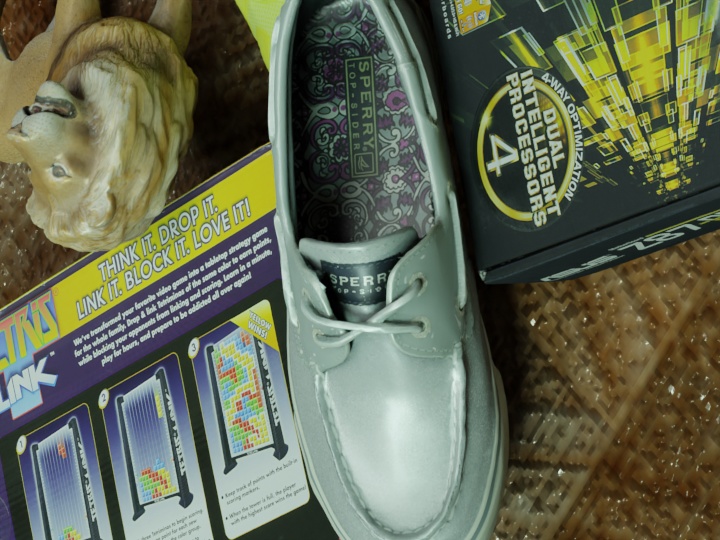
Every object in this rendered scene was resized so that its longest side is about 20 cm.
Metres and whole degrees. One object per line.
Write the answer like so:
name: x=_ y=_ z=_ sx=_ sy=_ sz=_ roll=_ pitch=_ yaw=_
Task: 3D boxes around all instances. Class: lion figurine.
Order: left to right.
lion figurine: x=-0.110 y=-0.069 z=1.110 sx=0.200 sy=0.072 sz=0.123 roll=-175 pitch=97 yaw=-69

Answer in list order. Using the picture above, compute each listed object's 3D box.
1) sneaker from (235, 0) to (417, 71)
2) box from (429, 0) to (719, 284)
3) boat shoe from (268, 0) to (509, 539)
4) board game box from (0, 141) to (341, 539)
sneaker: x=-0.039 y=-0.141 z=1.047 sx=0.075 sy=0.076 sz=0.201 roll=-31 pitch=67 yaw=41
box: x=0.087 y=-0.110 z=0.925 sx=0.161 sy=0.049 sz=0.201 roll=-19 pitch=76 yaw=45
boat shoe: x=0.001 y=-0.001 z=0.954 sx=0.070 sy=0.071 sz=0.202 roll=-10 pitch=79 yaw=12
board game box: x=-0.055 y=0.067 z=1.076 sx=0.200 sy=0.057 sz=0.166 roll=-28 pitch=67 yaw=44
